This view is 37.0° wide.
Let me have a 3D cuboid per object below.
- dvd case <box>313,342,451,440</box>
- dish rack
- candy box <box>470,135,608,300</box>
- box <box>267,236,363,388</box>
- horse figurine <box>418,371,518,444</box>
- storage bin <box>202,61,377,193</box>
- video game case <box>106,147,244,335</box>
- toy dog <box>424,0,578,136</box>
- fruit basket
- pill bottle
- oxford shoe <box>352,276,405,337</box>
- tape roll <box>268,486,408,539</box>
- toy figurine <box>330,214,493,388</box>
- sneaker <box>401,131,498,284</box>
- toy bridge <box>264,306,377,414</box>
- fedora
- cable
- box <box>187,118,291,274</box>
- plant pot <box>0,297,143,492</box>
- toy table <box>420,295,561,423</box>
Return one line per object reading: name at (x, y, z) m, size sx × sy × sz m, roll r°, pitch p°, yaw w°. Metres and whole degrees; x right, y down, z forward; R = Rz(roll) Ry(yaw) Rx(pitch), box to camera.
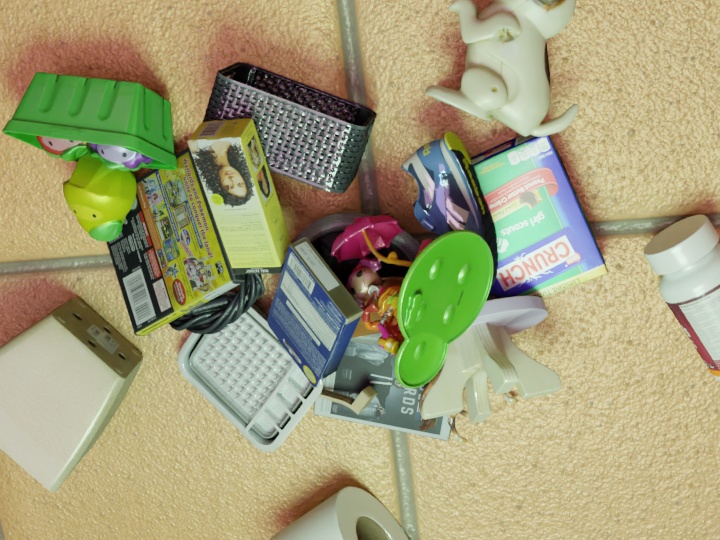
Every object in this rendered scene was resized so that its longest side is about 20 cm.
dvd case at (0.040, 0.153, 1.527) m, size 0.199 × 0.025 × 0.151 m, roll 10°, pitch 109°, yaw 6°
dish rack at (-0.150, 0.137, 1.515) m, size 0.200 × 0.044 × 0.172 m, roll 42°, pitch 120°, yaw 9°
candy box at (0.206, -0.061, 1.405) m, size 0.169 × 0.077 × 0.200 m, roll -23°, pitch 103°, yaw 16°
box at (-0.062, 0.059, 1.367) m, size 0.121 × 0.032 × 0.200 m, roll 52°, pitch 150°, yaw 17°
horse figurine at (0.156, 0.151, 1.476) m, size 0.200 × 0.050 × 0.133 m, roll -31°, pitch 110°, yaw 0°
storage bin at (-0.092, -0.185, 1.382) m, size 0.199 × 0.135 × 0.094 m, roll 21°, pitch 109°, yaw 2°
video game case at (-0.261, -0.038, 1.458) m, size 0.180 × 0.025 × 0.201 m, roll -27°, pitch 74°, yaw 24°
toy dog at (0.188, -0.276, 1.305) m, size 0.193 × 0.139 × 0.201 m, roll 24°, pitch 100°, yaw 17°
fruit basket at (-0.352, -0.144, 1.419) m, size 0.215 × 0.155 × 0.216 m, roll -2°, pitch 82°, yaw 17°
pill bottle at (0.453, 0.035, 1.380) m, size 0.109 × 0.110 × 0.200 m, roll -32°, pitch 100°, yaw 17°
oxford shoe at (0.043, 0.048, 1.380) m, size 0.199 × 0.071 × 0.072 m, roll -17°, pitch 111°, yaw 10°
tape roll at (-0.022, 0.430, 1.531) m, size 0.139 × 0.203 × 0.203 m, roll -37°, pitch 99°, yaw 17°
toy figurine at (0.038, 0.015, 1.317) m, size 0.184 × 0.150 × 0.201 m, roll 30°, pitch 106°, yaw 43°
sneaker at (0.115, -0.068, 1.346) m, size 0.082 × 0.074 × 0.201 m, roll -18°, pitch 96°, yaw 19°
toy bridge at (-0.071, 0.132, 1.515) m, size 0.200 × 0.027 × 0.067 m, roll 40°, pitch 118°, yaw 10°
fedora at (0.000, 0.000, 1.449) m, size 0.199 × 0.090 × 0.177 m, roll 16°, pitch 110°, yaw -4°
cable at (-0.220, 0.006, 1.469) m, size 0.199 × 0.051 × 0.164 m, roll 17°, pitch 89°, yaw 24°
box at (-0.146, -0.088, 1.338) m, size 0.075 × 0.050 × 0.200 m, roll -2°, pitch 126°, yaw 21°
plant pot at (-0.425, 0.154, 1.522) m, size 0.200 × 0.200 × 0.177 m, roll 42°, pitch 97°, yaw -6°
toy table at (0.156, 0.114, 1.367) m, size 0.199 × 0.184 × 0.117 m, roll -15°, pitch 69°, yaw -2°
